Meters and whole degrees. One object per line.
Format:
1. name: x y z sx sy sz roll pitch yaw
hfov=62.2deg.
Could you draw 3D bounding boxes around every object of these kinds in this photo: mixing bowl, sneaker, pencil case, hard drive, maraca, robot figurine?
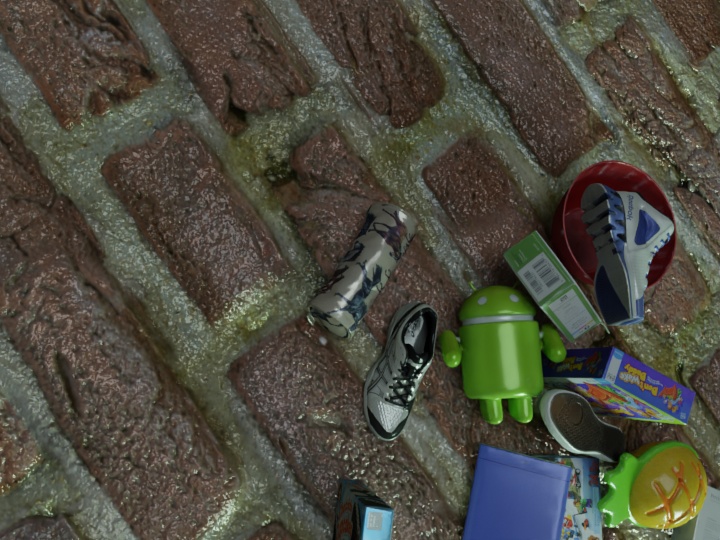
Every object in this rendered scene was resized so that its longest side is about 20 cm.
1. mixing bowl: 0.379 -0.057 0.943 0.196 0.108 0.205 2 79 -12
2. sneaker: 0.299 0.227 0.863 0.199 0.084 0.074 37 68 -33
3. pencil case: 0.000 0.000 0.858 0.078 0.089 0.202 43 72 -33
4. hard drive: 0.214 0.363 0.841 0.129 0.025 0.204 11 82 13
5. maraca: 0.431 0.319 0.884 0.196 0.107 0.140 3 99 -24
6. sneaker: 0.391 -0.028 0.844 0.113 0.081 0.204 -4 80 -12
7. robot figurine: 0.202 0.115 0.866 0.171 0.116 0.205 -3 80 4
8. sneaker: 0.058 0.138 0.842 0.074 0.088 0.204 17 78 -12

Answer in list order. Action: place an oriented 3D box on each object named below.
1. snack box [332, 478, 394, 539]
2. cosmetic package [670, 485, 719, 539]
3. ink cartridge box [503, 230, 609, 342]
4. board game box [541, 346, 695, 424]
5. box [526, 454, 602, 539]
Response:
1. snack box: -0.003 0.333 0.734 0.036 0.200 0.119 9 78 -8
2. cosmetic package: 0.586 0.440 0.937 0.197 0.052 0.153 24 78 -9
3. ink cartridge box: 0.293 0.036 0.882 0.059 0.199 0.105 -37 50 15
4. board game box: 0.344 0.162 0.849 0.133 0.200 0.045 28 75 -7
5. box: 0.288 0.379 0.881 0.134 0.038 0.205 4 80 -13
